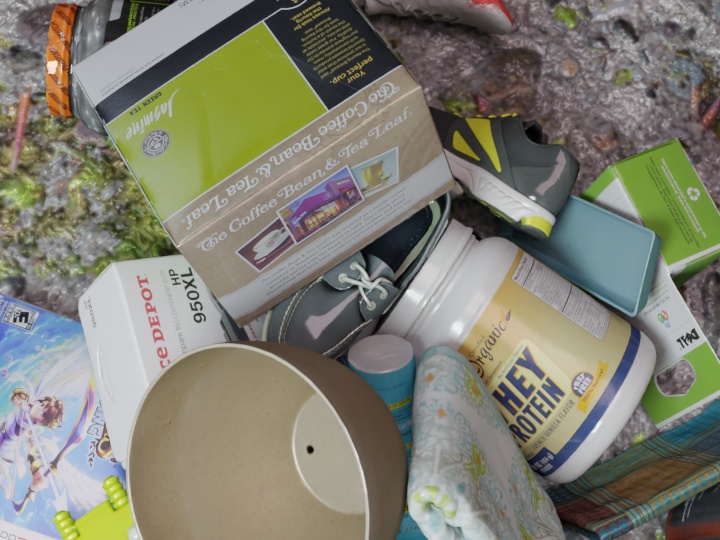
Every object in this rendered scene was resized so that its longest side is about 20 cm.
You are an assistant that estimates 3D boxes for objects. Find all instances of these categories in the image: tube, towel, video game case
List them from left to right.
[{"bbox_3d":[-0.247,0.141,1.021,0.180,0.045,0.201,20,71,-1],"label":"video game case"},{"bbox_3d":[0.023,0.146,0.997,0.077,0.201,0.050,-10,31,-6],"label":"tube"},{"bbox_3d":[0.097,0.173,0.914,0.048,0.172,0.200,-27,114,17],"label":"towel"},{"bbox_3d":[0.248,0.158,1.024,0.199,0.147,0.022,-25,94,-13],"label":"towel"}]

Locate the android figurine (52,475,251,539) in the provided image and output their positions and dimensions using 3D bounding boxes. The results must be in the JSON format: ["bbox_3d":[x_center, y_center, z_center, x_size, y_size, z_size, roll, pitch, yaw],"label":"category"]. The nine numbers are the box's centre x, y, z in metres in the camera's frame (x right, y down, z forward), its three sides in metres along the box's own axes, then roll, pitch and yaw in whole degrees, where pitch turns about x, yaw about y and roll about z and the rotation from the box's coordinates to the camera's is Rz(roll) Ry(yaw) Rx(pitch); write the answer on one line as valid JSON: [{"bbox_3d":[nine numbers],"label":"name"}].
[{"bbox_3d":[-0.157,0.248,0.933,0.181,0.041,0.201,-33,70,-4],"label":"android figurine"}]

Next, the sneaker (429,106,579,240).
[{"bbox_3d":[0.114,-0.102,1.094,0.085,0.074,0.200,-50,52,3],"label":"sneaker"}]

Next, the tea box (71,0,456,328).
[{"bbox_3d":[-0.070,-0.106,0.935,0.199,0.134,0.197,-32,58,-2],"label":"tea box"}]

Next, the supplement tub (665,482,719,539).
[{"bbox_3d":[0.319,0.204,0.983,0.106,0.200,0.108,2,76,-7],"label":"supplement tub"}]

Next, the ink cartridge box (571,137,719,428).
[{"bbox_3d":[0.256,0.015,1.067,0.075,0.148,0.201,-22,76,-21],"label":"ink cartridge box"}]

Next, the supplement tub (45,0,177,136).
[{"bbox_3d":[-0.165,-0.173,1.093,0.198,0.123,0.123,5,71,-5],"label":"supplement tub"}]

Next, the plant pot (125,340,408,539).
[{"bbox_3d":[-0.044,0.140,0.878,0.199,0.134,0.202,4,98,32],"label":"plant pot"}]

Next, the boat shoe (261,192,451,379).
[{"bbox_3d":[0.000,0.000,0.959,0.073,0.062,0.200,46,63,-6],"label":"boat shoe"}]

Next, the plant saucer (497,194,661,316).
[{"bbox_3d":[0.180,-0.027,1.056,0.019,0.200,0.070,1,108,-30],"label":"plant saucer"}]

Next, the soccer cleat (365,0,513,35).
[{"bbox_3d":[0.048,-0.262,1.181,0.199,0.069,0.085,33,80,8],"label":"soccer cleat"}]

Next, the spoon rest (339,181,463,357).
[{"bbox_3d":[0.003,-0.010,1.033,0.099,0.061,0.200,48,63,-3],"label":"spoon rest"}]

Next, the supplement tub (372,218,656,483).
[{"bbox_3d":[0.122,0.063,1.032,0.199,0.144,0.145,34,71,1],"label":"supplement tub"}]

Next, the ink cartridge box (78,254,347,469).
[{"bbox_3d":[-0.105,0.063,1.005,0.199,0.084,0.145,-8,72,-35],"label":"ink cartridge box"}]
